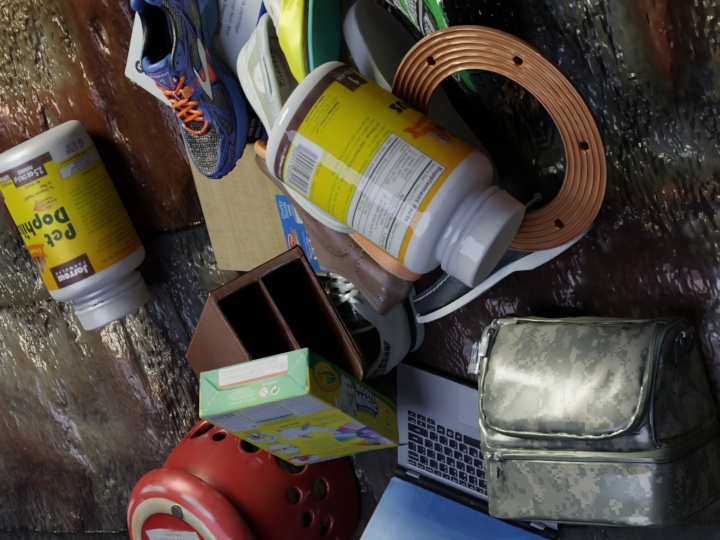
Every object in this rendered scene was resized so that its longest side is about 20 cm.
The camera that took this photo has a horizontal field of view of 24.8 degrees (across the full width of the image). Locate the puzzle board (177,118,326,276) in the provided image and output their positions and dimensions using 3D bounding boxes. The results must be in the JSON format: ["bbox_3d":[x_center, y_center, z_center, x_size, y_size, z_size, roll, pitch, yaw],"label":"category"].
[{"bbox_3d":[-0.104,-0.092,1.592,0.149,0.017,0.202,3,117,37],"label":"puzzle board"}]

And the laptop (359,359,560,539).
[{"bbox_3d":[0.083,0.219,1.545,0.186,0.116,0.202,18,125,30],"label":"laptop"}]

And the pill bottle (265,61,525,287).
[{"bbox_3d":[0.030,-0.073,1.304,0.199,0.109,0.110,35,132,13],"label":"pill bottle"}]

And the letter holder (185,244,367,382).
[{"bbox_3d":[-0.081,0.089,1.554,0.143,0.100,0.200,58,160,10],"label":"letter holder"}]

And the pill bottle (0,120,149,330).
[{"bbox_3d":[-0.296,-0.045,1.703,0.109,0.109,0.202,-15,104,44],"label":"pill bottle"}]

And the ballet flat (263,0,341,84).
[{"bbox_3d":[-0.049,-0.248,1.381,0.066,0.067,0.203,6,91,25],"label":"ballet flat"}]

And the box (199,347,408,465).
[{"bbox_3d":[-0.046,0.131,1.490,0.116,0.200,0.049,-14,62,24],"label":"box"}]

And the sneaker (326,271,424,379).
[{"bbox_3d":[0.000,0.000,1.514,0.076,0.080,0.202,-6,109,43],"label":"sneaker"}]

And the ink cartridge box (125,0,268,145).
[{"bbox_3d":[-0.122,-0.222,1.499,0.199,0.040,0.201,32,126,23],"label":"ink cartridge box"}]

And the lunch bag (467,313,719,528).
[{"bbox_3d":[0.197,0.121,1.387,0.198,0.139,0.170,-2,95,38],"label":"lunch bag"}]

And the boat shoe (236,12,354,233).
[{"bbox_3d":[-0.042,-0.126,1.406,0.204,0.074,0.065,64,155,15],"label":"boat shoe"}]

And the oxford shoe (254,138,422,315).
[{"bbox_3d":[-0.031,-0.041,1.456,0.200,0.071,0.073,43,118,21],"label":"oxford shoe"}]

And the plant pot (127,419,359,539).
[{"bbox_3d":[-0.128,0.254,1.699,0.199,0.182,0.203,21,129,28],"label":"plant pot"}]

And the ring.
[{"bbox_3d":[0.111,-0.105,1.306,0.199,0.019,0.202,23,135,25],"label":"ring"}]

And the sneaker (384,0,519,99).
[{"bbox_3d":[0.061,-0.231,1.342,0.085,0.078,0.202,-30,87,55],"label":"sneaker"}]

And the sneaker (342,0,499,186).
[{"bbox_3d":[0.022,-0.127,1.425,0.115,0.074,0.201,-30,95,43],"label":"sneaker"}]

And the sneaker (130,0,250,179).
[{"bbox_3d":[-0.161,-0.177,1.470,0.075,0.078,0.202,-6,106,40],"label":"sneaker"}]

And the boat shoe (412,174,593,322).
[{"bbox_3d":[0.113,-0.018,1.418,0.199,0.076,0.061,-33,93,34],"label":"boat shoe"}]
